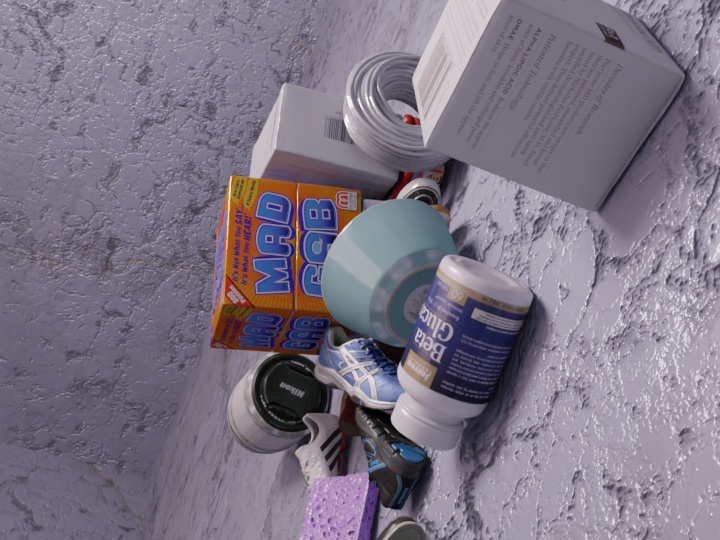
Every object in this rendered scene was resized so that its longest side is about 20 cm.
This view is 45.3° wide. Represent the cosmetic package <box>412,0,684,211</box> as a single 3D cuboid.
[{"bbox_3d":[0.178,-0.194,0.876,0.166,0.198,0.166,-94,26,-54],"label":"cosmetic package"}]

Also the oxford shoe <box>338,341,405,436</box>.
[{"bbox_3d":[0.012,0.155,1.310,0.074,0.070,0.201,-94,27,-59],"label":"oxford shoe"}]

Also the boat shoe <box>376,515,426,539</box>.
[{"bbox_3d":[0.021,0.373,1.035,0.061,0.071,0.203,-123,49,-65],"label":"boat shoe"}]

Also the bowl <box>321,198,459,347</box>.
[{"bbox_3d":[0.059,0.018,1.128,0.105,0.199,0.202,46,118,51],"label":"bowl"}]

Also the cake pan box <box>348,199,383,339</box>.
[{"bbox_3d":[0.000,0.000,1.357,0.184,0.052,0.202,150,124,-71],"label":"cake pan box"}]

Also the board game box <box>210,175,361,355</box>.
[{"bbox_3d":[-0.116,0.000,1.314,0.200,0.198,0.202,123,149,-63],"label":"board game box"}]

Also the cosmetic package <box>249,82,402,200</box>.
[{"bbox_3d":[-0.062,-0.174,1.387,0.200,0.197,0.124,134,144,-62],"label":"cosmetic package"}]

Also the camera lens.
[{"bbox_3d":[-0.158,0.251,1.616,0.200,0.159,0.161,134,150,-57],"label":"camera lens"}]

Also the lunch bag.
[{"bbox_3d":[0.071,-0.133,1.412,0.201,0.081,0.177,119,158,-43],"label":"lunch bag"}]

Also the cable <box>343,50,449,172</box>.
[{"bbox_3d":[0.068,-0.244,1.309,0.069,0.198,0.202,124,154,-56],"label":"cable"}]

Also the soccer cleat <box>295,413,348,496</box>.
[{"bbox_3d":[-0.066,0.318,1.368,0.069,0.084,0.202,128,155,-50],"label":"soccer cleat"}]

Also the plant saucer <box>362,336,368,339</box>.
[{"bbox_3d":[0.010,0.103,1.441,0.200,0.032,0.202,-163,90,-74],"label":"plant saucer"}]

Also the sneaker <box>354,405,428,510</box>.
[{"bbox_3d":[0.026,0.243,1.157,0.200,0.073,0.083,-132,59,-73],"label":"sneaker"}]

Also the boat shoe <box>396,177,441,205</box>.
[{"bbox_3d":[0.075,-0.048,1.325,0.064,0.070,0.201,-90,16,-50],"label":"boat shoe"}]

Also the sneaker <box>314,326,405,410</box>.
[{"bbox_3d":[0.009,0.136,1.192,0.199,0.075,0.078,17,107,40],"label":"sneaker"}]

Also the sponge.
[{"bbox_3d":[-0.040,0.381,1.195,0.111,0.030,0.201,-14,48,36],"label":"sponge"}]

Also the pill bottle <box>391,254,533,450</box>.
[{"bbox_3d":[0.107,0.095,0.972,0.111,0.110,0.202,-123,52,-70],"label":"pill bottle"}]

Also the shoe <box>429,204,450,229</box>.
[{"bbox_3d":[0.087,-0.017,1.258,0.201,0.069,0.054,114,146,-49],"label":"shoe"}]
